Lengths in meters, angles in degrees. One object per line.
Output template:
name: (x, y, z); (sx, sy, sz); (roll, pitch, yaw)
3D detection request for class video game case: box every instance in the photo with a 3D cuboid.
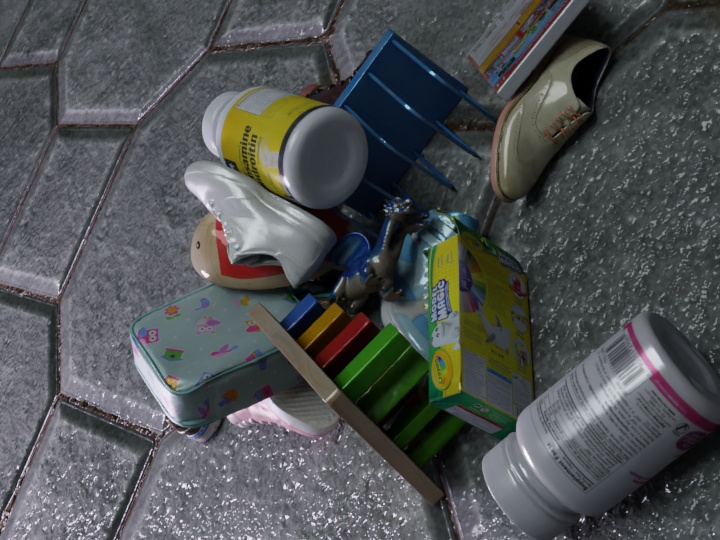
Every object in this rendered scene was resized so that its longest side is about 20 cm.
video game case: (0.186, -0.273, 1.365); (0.143, 0.017, 0.200); (-51, 17, 14)

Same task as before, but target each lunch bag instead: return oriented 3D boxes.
lunch bag: (-0.154, 0.083, 1.391); (0.199, 0.077, 0.160); (-23, 44, -24)

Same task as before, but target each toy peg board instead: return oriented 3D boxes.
toy peg board: (0.011, 0.107, 1.243); (0.098, 0.200, 0.199); (-44, 37, -3)

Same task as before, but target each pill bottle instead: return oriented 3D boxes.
pill bottle: (-0.091, -0.144, 1.356); (0.200, 0.112, 0.112); (24, 85, 47)
pill bottle: (0.207, 0.138, 1.045); (0.200, 0.113, 0.114); (-43, 40, 22)

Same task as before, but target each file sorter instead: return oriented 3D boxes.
file sorter: (0.045, -0.143, 1.406); (0.200, 0.138, 0.123); (-53, 41, 10)

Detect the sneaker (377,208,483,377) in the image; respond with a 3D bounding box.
sneaker: (0.085, 0.011, 1.303); (0.131, 0.079, 0.201); (-43, 41, 24)

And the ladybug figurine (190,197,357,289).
ladybug figurine: (-0.103, -0.043, 1.410); (0.199, 0.072, 0.136); (-7, 44, 3)

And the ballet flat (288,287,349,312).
ballet flat: (-0.061, 0.053, 1.475); (0.200, 0.070, 0.066); (0, 94, 53)

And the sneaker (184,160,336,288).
sneaker: (-0.128, -0.050, 1.331); (0.199, 0.075, 0.089); (29, 80, 24)

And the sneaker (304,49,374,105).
sneaker: (-0.017, -0.223, 1.531); (0.199, 0.076, 0.116); (1, 68, 12)

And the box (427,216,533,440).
box: (0.118, 0.054, 1.203); (0.048, 0.117, 0.201); (-24, 49, 37)

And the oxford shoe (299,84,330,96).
oxford shoe: (-0.067, -0.159, 1.604); (0.075, 0.070, 0.201); (5, 72, 44)

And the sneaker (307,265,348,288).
sneaker: (-0.074, -0.034, 1.478); (0.199, 0.072, 0.083); (13, 80, 26)

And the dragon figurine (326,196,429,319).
dragon figurine: (0.000, 0.000, 1.310); (0.200, 0.059, 0.100); (-38, 34, 35)

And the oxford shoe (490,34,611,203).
oxford shoe: (0.201, -0.163, 1.289); (0.074, 0.071, 0.201); (15, 79, 50)

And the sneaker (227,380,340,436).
sneaker: (-0.102, 0.155, 1.446); (0.200, 0.105, 0.075); (31, 49, 29)

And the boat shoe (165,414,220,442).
boat shoe: (-0.204, 0.117, 1.579); (0.072, 0.072, 0.201); (-18, 54, 42)
